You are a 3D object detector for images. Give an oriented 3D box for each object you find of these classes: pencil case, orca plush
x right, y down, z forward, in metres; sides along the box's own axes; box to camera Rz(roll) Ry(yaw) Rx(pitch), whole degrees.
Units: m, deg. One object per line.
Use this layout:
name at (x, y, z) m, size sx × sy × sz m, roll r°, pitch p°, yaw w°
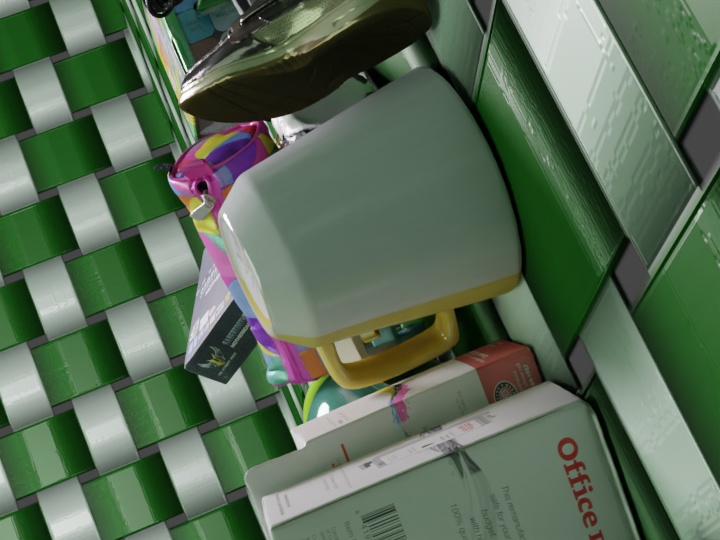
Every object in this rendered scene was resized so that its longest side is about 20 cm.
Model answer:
pencil case at (-0.069, -0.010, 1.014) m, size 0.201 × 0.088 × 0.088 m, roll 63°, pitch 174°, yaw -24°
orca plush at (-0.031, -0.100, 1.005) m, size 0.200 × 0.105 × 0.072 m, roll -127°, pitch 32°, yaw -62°

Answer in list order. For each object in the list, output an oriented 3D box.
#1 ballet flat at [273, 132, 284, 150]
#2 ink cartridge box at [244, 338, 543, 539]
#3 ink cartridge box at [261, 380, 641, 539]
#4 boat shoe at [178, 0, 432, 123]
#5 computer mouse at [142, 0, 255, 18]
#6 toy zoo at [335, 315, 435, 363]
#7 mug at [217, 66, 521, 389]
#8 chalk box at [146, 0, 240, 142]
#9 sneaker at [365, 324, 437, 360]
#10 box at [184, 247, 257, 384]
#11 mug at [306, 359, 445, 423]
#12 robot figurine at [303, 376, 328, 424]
ballet flat at (-0.031, -0.103, 1.120) m, size 0.076 × 0.064 × 0.200 m, roll 38°, pitch -151°, yaw -18°
ink cartridge box at (0.031, 0.136, 0.912) m, size 0.067 × 0.199 × 0.117 m, roll -168°, pitch 57°, yaw -79°
ink cartridge box at (0.059, 0.172, 0.838) m, size 0.083 × 0.199 × 0.147 m, roll -148°, pitch 38°, yaw -81°
boat shoe at (-0.038, -0.148, 0.874) m, size 0.200 × 0.072 × 0.066 m, roll -19°, pitch 68°, yaw 42°
computer mouse at (-0.061, -0.198, 0.921) m, size 0.110 × 0.199 × 0.044 m, roll 82°, pitch -152°, yaw -53°
toy zoo at (0.000, 0.000, 1.019) m, size 0.200 × 0.020 × 0.132 m, roll -27°, pitch -84°, yaw -65°
mug at (0.005, -0.010, 0.865) m, size 0.188 × 0.152 × 0.149 m, roll 68°, pitch 168°, yaw -10°
chalk box at (-0.108, -0.212, 1.185) m, size 0.200 × 0.124 × 0.124 m, roll 108°, pitch 139°, yaw -75°
sneaker at (0.018, 0.067, 1.164) m, size 0.200 × 0.075 × 0.088 m, roll 62°, pitch -177°, yaw -43°
box at (-0.097, -0.014, 1.314) m, size 0.200 × 0.051 × 0.158 m, roll -50°, pitch 24°, yaw 40°
mug at (0.028, 0.124, 1.045) m, size 0.185 × 0.151 × 0.115 m, roll -137°, pitch 54°, yaw -62°
robot figurine at (0.008, 0.143, 1.324) m, size 0.200 × 0.115 × 0.177 m, roll -163°, pitch 65°, yaw -81°
